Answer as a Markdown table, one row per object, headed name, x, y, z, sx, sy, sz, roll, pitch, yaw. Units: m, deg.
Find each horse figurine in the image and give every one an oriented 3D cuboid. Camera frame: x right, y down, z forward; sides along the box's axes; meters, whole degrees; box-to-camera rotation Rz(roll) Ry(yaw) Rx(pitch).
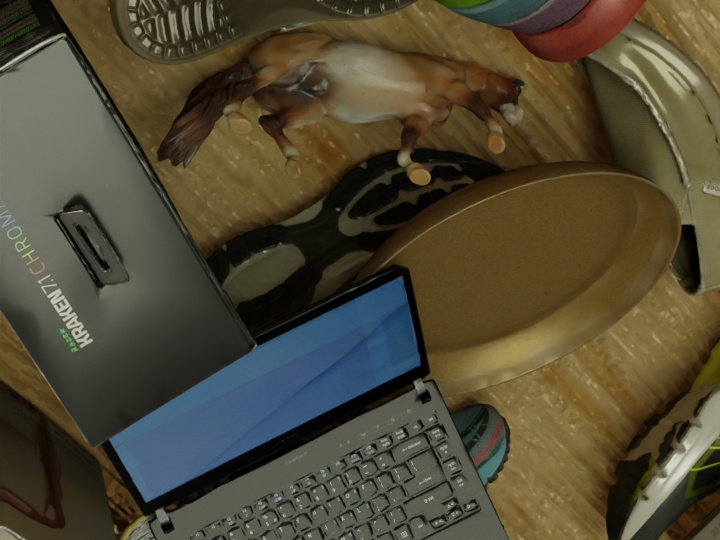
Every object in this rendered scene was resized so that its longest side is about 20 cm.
| name | x | y | z | sx | sy | sz | roll | pitch | yaw |
| --- | --- | --- | --- | --- | --- | --- | --- | --- | --- |
| horse figurine | -0.005 | -0.089 | 0.886 | 0.199 | 0.133 | 0.050 | 2 | 121 | -2 |

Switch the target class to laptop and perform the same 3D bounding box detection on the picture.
| name | x | y | z | sx | sy | sz | roll | pitch | yaw |
| --- | --- | --- | --- | --- | --- | --- | --- | --- | --- |
| laptop | -0.020 | 0.121 | 0.876 | 0.177 | 0.103 | 0.200 | -26 | 94 | -7 |

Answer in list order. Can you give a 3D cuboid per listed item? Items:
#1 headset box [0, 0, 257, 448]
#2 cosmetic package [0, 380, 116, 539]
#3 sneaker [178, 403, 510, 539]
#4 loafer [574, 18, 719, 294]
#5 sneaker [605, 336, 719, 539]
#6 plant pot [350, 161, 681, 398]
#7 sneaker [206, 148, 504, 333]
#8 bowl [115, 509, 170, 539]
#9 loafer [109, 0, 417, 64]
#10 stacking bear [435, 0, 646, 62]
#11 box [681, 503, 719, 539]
| name | x | y | z | sx | sy | sz | roll | pitch | yaw |
| --- | --- | --- | --- | --- | --- | --- | --- | --- | --- |
| headset box | -0.145 | -0.035 | 0.809 | 0.093 | 0.200 | 0.174 | -31 | 112 | -4 |
| cosmetic package | -0.186 | 0.145 | 0.853 | 0.103 | 0.200 | 0.087 | -46 | 111 | 1 |
| sneaker | -0.007 | 0.109 | 0.959 | 0.200 | 0.079 | 0.096 | -22 | 102 | -17 |
| loafer | 0.173 | -0.060 | 0.949 | 0.068 | 0.076 | 0.200 | -42 | 114 | -7 |
| sneaker | 0.229 | 0.102 | 1.016 | 0.085 | 0.074 | 0.200 | 38 | 94 | -7 |
| plant pot | 0.076 | 0.003 | 0.907 | 0.199 | 0.028 | 0.200 | -17 | 148 | -11 |
| sneaker | 0.000 | 0.000 | 0.946 | 0.200 | 0.077 | 0.089 | -24 | 143 | -9 |
| bowl | -0.138 | 0.238 | 0.927 | 0.094 | 0.201 | 0.201 | -10 | 112 | 17 |
| loafer | -0.044 | -0.160 | 0.872 | 0.200 | 0.068 | 0.076 | -18 | 113 | -27 |
| stacking bear | 0.048 | -0.191 | 0.821 | 0.200 | 0.121 | 0.114 | 24 | 77 | -36 |
| box | 0.294 | 0.125 | 1.024 | 0.200 | 0.121 | 0.032 | -26 | 71 | -13 |
